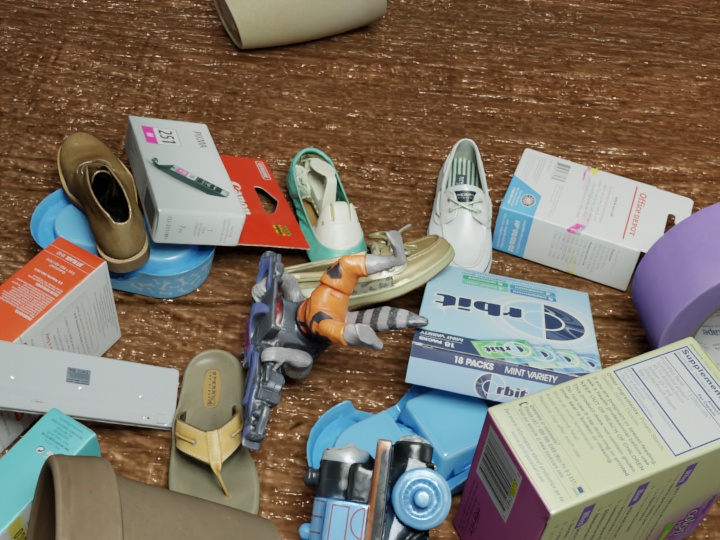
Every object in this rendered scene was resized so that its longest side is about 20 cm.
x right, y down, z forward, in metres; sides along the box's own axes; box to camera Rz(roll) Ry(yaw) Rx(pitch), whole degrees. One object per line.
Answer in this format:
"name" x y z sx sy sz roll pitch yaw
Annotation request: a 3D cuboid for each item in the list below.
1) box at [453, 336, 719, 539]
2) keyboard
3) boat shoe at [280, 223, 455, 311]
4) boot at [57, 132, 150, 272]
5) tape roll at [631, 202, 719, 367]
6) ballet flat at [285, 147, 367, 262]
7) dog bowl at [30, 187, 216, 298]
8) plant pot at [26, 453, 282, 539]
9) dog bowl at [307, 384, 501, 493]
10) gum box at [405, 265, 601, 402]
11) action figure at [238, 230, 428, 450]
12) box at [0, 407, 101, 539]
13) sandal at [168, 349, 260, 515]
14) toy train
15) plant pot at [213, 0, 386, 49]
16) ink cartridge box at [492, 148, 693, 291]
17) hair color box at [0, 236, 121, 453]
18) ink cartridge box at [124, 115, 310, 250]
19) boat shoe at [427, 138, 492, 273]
"box" 0.194 0.169 0.765 0.198 0.177 0.097 -15 50 -18
"keyboard" -0.247 0.100 0.814 0.199 0.011 0.057 16 63 -39
"boat shoe" 0.000 0.000 0.946 0.198 0.063 0.073 -22 14 -9
"boot" -0.267 -0.093 0.966 0.073 0.076 0.201 -19 51 -20
"tape roll" 0.370 0.027 0.899 0.198 0.201 0.086 -1 47 -7
"ballet flat" -0.037 -0.063 1.031 0.067 0.071 0.201 -10 49 -19
"dog bowl" -0.247 -0.029 0.993 0.198 0.050 0.112 11 47 6
"plant pot" -0.149 0.240 0.678 0.173 0.201 0.201 8 44 -24
"dog bowl" 0.046 0.159 0.837 0.198 0.050 0.112 -19 52 -23
"gum box" 0.138 0.061 0.899 0.168 0.045 0.200 12 22 5
"action figure" -0.042 0.071 0.845 0.104 0.193 0.202 29 53 -34
"box" -0.290 0.211 0.743 0.049 0.083 0.200 26 50 17
"sandal" -0.133 0.144 0.839 0.079 0.054 0.201 -2 47 -8
"toy train" 0.005 0.225 0.716 0.113 0.087 0.202 7 77 0
"plant pot" -0.096 -0.388 1.272 0.199 0.188 0.188 -28 54 -11
"ink cartridge box" 0.260 -0.053 1.053 0.198 0.068 0.116 19 48 12
"hair color box" -0.311 0.076 0.846 0.063 0.112 0.200 24 49 18
"ink cartridge box" -0.155 -0.096 1.016 0.172 0.044 0.201 2 35 -25
"boat shoe" 0.111 -0.069 1.053 0.073 0.067 0.201 1 47 -4
